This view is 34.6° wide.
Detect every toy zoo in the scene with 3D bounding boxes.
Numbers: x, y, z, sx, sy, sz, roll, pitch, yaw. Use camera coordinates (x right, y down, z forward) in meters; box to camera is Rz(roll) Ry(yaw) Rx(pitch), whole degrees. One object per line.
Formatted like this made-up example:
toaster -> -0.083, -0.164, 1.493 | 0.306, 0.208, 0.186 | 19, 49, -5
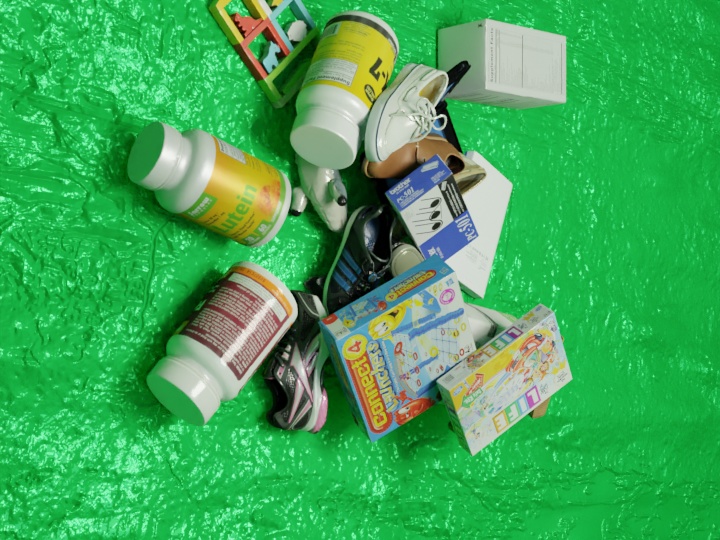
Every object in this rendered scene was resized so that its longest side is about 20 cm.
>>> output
toy zoo -> -0.130, -0.347, 1.610 | 0.132, 0.020, 0.201 | -51, 121, -29

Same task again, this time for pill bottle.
pill bottle -> -0.180, 0.095, 1.501 | 0.201, 0.113, 0.115 | -52, 121, -29
pill bottle -> -0.196, -0.114, 1.491 | 0.199, 0.110, 0.113 | 25, 73, -38
pill bottle -> -0.024, -0.248, 1.597 | 0.114, 0.113, 0.202 | 39, 56, -34

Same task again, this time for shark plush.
shark plush -> -0.061, -0.154, 1.667 | 0.083, 0.090, 0.203 | 2, 67, -60

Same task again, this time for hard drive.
hard drive -> 0.184, -0.072, 1.868 | 0.132, 0.025, 0.203 | 32, 69, -48

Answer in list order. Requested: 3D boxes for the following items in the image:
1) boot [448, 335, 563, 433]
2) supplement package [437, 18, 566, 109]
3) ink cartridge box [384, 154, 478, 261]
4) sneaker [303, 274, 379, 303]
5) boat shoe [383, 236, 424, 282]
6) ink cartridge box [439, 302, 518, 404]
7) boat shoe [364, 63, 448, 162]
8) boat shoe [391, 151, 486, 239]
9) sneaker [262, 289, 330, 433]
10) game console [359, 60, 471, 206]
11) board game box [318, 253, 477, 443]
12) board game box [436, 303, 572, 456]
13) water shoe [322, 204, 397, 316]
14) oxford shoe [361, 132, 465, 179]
boot -> 0.221, 0.166, 1.752 | 0.199, 0.071, 0.146 | -11, 118, -33
supplement package -> 0.229, -0.331, 1.868 | 0.198, 0.109, 0.116 | 1, 89, -41
ink cartridge box -> 0.107, -0.081, 1.684 | 0.094, 0.044, 0.200 | -36, 151, -2
sneaker -> -0.005, 0.091, 1.694 | 0.104, 0.060, 0.202 | -25, 102, -37
boat shoe -> 0.074, 0.019, 1.755 | 0.074, 0.066, 0.200 | -43, 138, -5
ink cartridge box -> 0.162, 0.131, 1.787 | 0.198, 0.084, 0.147 | 16, 106, -40
boat shoe -> 0.076, -0.215, 1.589 | 0.203, 0.085, 0.075 | -57, 147, -44
boat shoe -> 0.114, -0.110, 1.763 | 0.200, 0.063, 0.074 | -40, 146, -35
sneaker -> -0.094, 0.127, 1.604 | 0.085, 0.080, 0.203 | 1, 84, -31
game console -> 0.106, -0.194, 1.760 | 0.117, 0.176, 0.200 | 47, 56, 3
board game box -> 0.060, 0.111, 1.617 | 0.194, 0.056, 0.202 | -30, 127, -14
board game box -> 0.212, 0.158, 1.676 | 0.199, 0.034, 0.136 | -35, 127, -17
water shoe -> 0.000, 0.000, 1.624 | 0.071, 0.079, 0.203 | 17, 76, -27
oxford shoe -> 0.081, -0.159, 1.659 | 0.199, 0.071, 0.072 | -13, 131, -46
